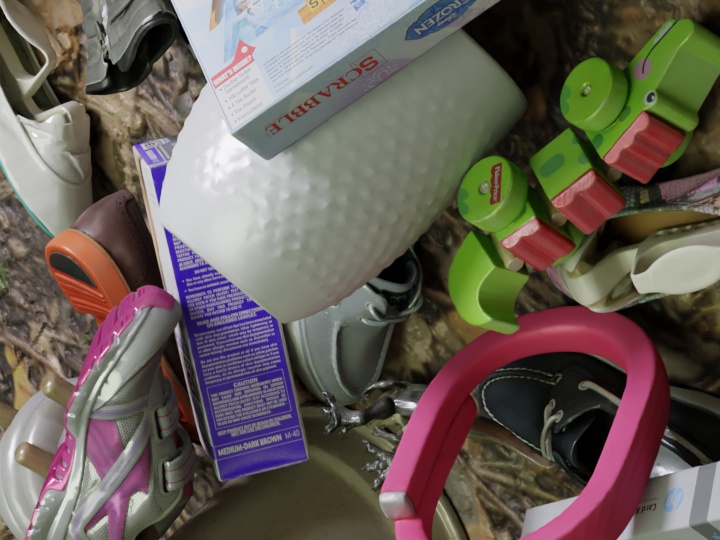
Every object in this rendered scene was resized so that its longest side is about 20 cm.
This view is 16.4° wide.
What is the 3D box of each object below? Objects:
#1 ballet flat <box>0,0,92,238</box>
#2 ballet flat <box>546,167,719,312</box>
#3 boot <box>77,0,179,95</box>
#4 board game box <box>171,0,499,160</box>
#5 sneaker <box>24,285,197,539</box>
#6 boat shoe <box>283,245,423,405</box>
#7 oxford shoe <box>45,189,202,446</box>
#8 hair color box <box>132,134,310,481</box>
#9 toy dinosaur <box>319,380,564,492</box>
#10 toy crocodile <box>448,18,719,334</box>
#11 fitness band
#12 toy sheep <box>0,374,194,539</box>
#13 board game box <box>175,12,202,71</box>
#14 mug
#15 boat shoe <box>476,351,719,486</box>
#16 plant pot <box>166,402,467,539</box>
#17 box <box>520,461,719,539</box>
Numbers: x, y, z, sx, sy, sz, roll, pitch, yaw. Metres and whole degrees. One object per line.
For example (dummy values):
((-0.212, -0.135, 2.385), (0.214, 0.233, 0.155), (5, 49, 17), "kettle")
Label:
((-0.220, -0.113, 1.651), (0.069, 0.069, 0.201), (-26, 94, 49), "ballet flat")
((0.156, -0.010, 1.331), (0.200, 0.071, 0.069), (-16, 113, 48), "ballet flat")
((-0.127, -0.196, 1.471), (0.200, 0.067, 0.131), (-51, 51, 55), "boot")
((-0.012, -0.191, 1.276), (0.200, 0.041, 0.200), (-33, 59, 14), "board game box")
((-0.136, 0.100, 1.506), (0.088, 0.081, 0.201), (19, 119, -4), "sneaker")
((0.001, -0.001, 1.489), (0.071, 0.070, 0.202), (27, 127, 41), "boat shoe")
((-0.132, 0.036, 1.650), (0.071, 0.073, 0.200), (17, 144, 41), "oxford shoe")
((-0.087, 0.018, 1.541), (0.109, 0.065, 0.201), (-138, 36, -77), "hair color box")
((0.032, 0.094, 1.469), (0.200, 0.088, 0.048), (-160, 64, -63), "toy dinosaur")
((0.118, -0.050, 1.303), (0.200, 0.067, 0.062), (-45, 42, 17), "toy crocodile")
((0.091, 0.095, 1.354), (0.143, 0.200, 0.038), (-6, 129, 30), "fitness band")
((-0.176, 0.130, 1.629), (0.200, 0.138, 0.138), (-16, 102, 58), "toy sheep")
((-0.046, -0.178, 1.468), (0.200, 0.023, 0.105), (-30, 94, 49), "board game box")
((-0.028, -0.071, 1.368), (0.148, 0.176, 0.200), (40, 177, -20), "mug")
((0.139, 0.091, 1.418), (0.199, 0.060, 0.076), (11, 121, 40), "boat shoe")
((-0.058, 0.214, 1.592), (0.200, 0.183, 0.201), (23, 128, 33), "plant pot")
((0.206, 0.161, 1.351), (0.156, 0.041, 0.200), (33, 149, -28), "box")
